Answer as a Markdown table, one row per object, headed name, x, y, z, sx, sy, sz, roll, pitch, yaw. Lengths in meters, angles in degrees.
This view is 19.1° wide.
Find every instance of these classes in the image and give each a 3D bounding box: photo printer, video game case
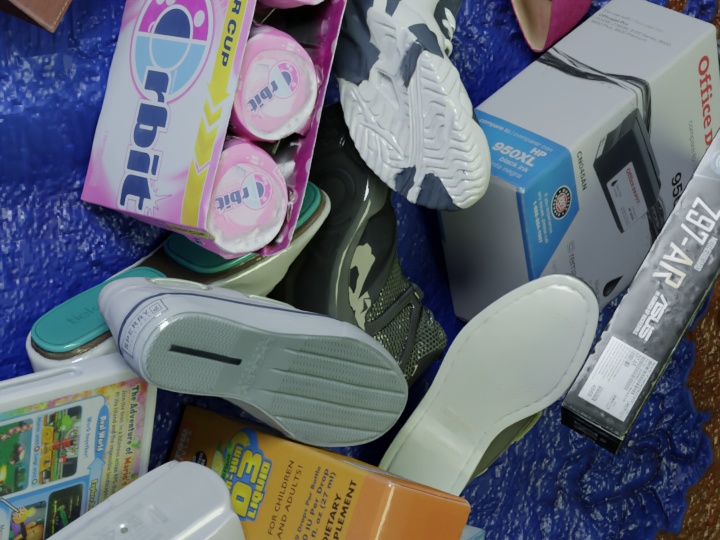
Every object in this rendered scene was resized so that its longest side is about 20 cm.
| name | x | y | z | sx | sy | sz | roll | pitch | yaw |
| --- | --- | --- | --- | --- | --- | --- | --- | --- | --- |
| photo printer | -0.128 | 0.221 | 1.196 | 0.166 | 0.069 | 0.200 | -33 | 138 | -24 |
| video game case | -0.196 | 0.149 | 1.156 | 0.182 | 0.024 | 0.200 | -14 | 123 | -39 |

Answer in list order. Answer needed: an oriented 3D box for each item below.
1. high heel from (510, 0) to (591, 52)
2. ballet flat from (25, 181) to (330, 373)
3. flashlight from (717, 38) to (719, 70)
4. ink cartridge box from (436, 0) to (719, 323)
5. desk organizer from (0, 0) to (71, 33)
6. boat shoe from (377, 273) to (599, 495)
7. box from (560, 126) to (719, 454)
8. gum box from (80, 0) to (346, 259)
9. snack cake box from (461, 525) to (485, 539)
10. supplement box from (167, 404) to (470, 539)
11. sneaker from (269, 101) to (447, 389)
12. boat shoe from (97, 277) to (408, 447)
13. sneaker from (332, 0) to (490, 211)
| name | x | y | z | sx | sy | sz | roll | pitch | yaw |
| --- | --- | --- | --- | --- | --- | --- | --- | --- | --- |
| high heel | 0.099 | -0.230 | 1.332 | 0.200 | 0.067 | 0.096 | 49 | 56 | -40 |
| ballet flat | -0.100 | 0.017 | 1.222 | 0.200 | 0.069 | 0.069 | -32 | 119 | -24 |
| flashlight | 0.321 | -0.139 | 1.553 | 0.200 | 0.068 | 0.068 | -13 | 111 | -40 |
| ink cartridge box | 0.145 | -0.064 | 1.385 | 0.200 | 0.084 | 0.145 | -40 | 137 | -29 |
| desk organizer | -0.158 | -0.228 | 1.108 | 0.077 | 0.072 | 0.200 | 37 | 75 | -42 |
| boat shoe | 0.082 | 0.073 | 1.339 | 0.202 | 0.072 | 0.060 | -53 | 175 | 26 |
| box | 0.190 | 0.014 | 1.324 | 0.200 | 0.044 | 0.160 | -59 | 171 | -5 |
| gum box | -0.077 | -0.110 | 1.175 | 0.066 | 0.113 | 0.200 | 12 | 92 | -42 |
| snack cake box | 0.011 | 0.223 | 1.300 | 0.200 | 0.067 | 0.115 | -15 | 114 | -69 |
| supplement box | -0.031 | 0.132 | 1.211 | 0.069 | 0.200 | 0.067 | 19 | 87 | -38 |
| sneaker | 0.000 | 0.000 | 1.299 | 0.114 | 0.076 | 0.200 | 6 | 85 | -57 |
| boat shoe | -0.056 | 0.040 | 1.179 | 0.200 | 0.067 | 0.074 | 25 | 103 | -44 |
| sneaker | 0.036 | -0.128 | 1.255 | 0.130 | 0.199 | 0.079 | -17 | 152 | -50 |
